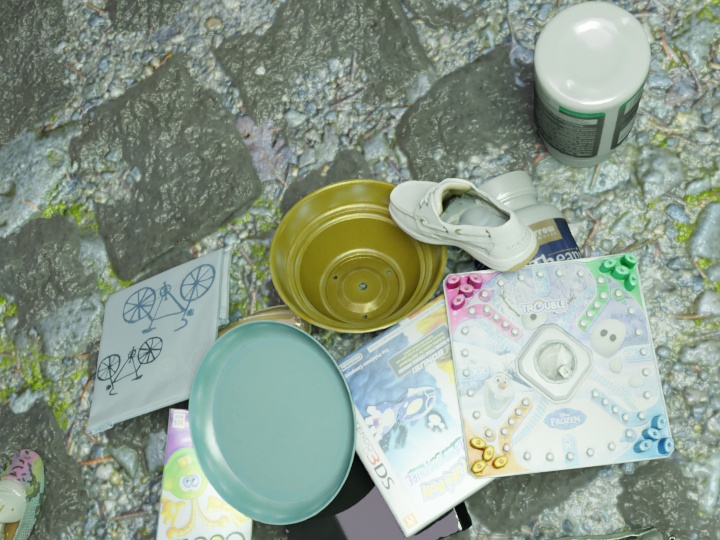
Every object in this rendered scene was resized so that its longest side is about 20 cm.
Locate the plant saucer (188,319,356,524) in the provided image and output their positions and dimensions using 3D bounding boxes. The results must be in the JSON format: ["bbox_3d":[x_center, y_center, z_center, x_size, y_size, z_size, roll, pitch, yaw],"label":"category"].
[{"bbox_3d":[-0.087,0.151,0.835,0.197,0.027,0.204,0,90,27],"label":"plant saucer"}]

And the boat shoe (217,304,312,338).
[{"bbox_3d":[-0.153,0.094,0.974,0.198,0.076,0.073,-25,74,6],"label":"boat shoe"}]

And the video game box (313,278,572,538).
[{"bbox_3d":[0.080,0.135,0.836,0.198,0.047,0.183,-32,75,-6],"label":"video game box"}]

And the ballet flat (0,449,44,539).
[{"bbox_3d":[-0.437,0.316,0.992,0.068,0.071,0.203,14,81,16],"label":"ballet flat"}]

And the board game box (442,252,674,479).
[{"bbox_3d":[0.190,0.088,0.805,0.196,0.026,0.203,-7,75,2],"label":"board game box"}]

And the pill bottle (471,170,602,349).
[{"bbox_3d":[0.187,-0.001,0.901,0.110,0.111,0.202,-24,74,6],"label":"pill bottle"}]

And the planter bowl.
[{"bbox_3d":[0.000,0.000,0.944,0.197,0.084,0.203,-2,59,4],"label":"planter bowl"}]

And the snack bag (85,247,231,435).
[{"bbox_3d":[-0.232,0.082,0.968,0.186,0.021,0.202,-20,49,20],"label":"snack bag"}]

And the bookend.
[{"bbox_3d":[-0.007,0.219,0.907,0.198,0.092,0.201,-24,72,8],"label":"bookend"}]

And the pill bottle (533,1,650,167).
[{"bbox_3d":[0.241,-0.187,0.883,0.111,0.200,0.115,-3,77,11],"label":"pill bottle"}]

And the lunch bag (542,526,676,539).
[{"bbox_3d":[0.219,0.344,0.804,0.197,0.139,0.171,-8,77,10],"label":"lunch bag"}]

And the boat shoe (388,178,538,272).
[{"bbox_3d":[0.096,-0.066,0.855,0.071,0.070,0.199,-47,42,-17],"label":"boat shoe"}]

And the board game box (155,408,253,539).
[{"bbox_3d":[-0.167,0.260,0.915,0.101,0.105,0.204,5,79,-7],"label":"board game box"}]
